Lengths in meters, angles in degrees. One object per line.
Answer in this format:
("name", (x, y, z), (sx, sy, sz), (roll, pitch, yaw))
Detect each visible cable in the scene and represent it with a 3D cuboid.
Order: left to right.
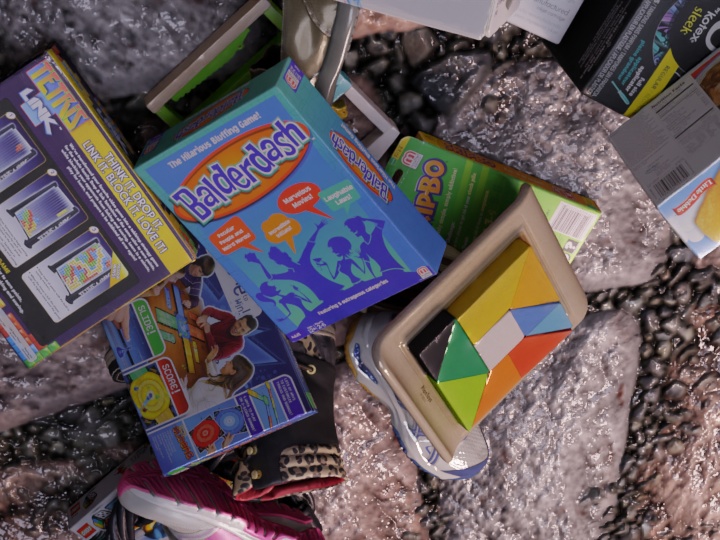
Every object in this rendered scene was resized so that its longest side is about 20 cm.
("cable", (-0.138, 0.226, 1.553), (0.200, 0.051, 0.163), (-19, 123, -2))

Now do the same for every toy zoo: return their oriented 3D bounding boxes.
("toy zoo", (-0.061, -0.117, 1.434), (0.131, 0.020, 0.200), (-40, 119, 11))

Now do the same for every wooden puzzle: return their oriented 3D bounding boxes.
("wooden puzzle", (0.110, 0.050, 1.470), (0.200, 0.037, 0.185), (-48, 141, -11))

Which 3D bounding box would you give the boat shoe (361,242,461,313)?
("boat shoe", (0.003, -0.004, 1.454), (0.202, 0.075, 0.075), (13, 129, -18))

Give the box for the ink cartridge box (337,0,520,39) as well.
("ink cartridge box", (0.020, -0.243, 1.266), (0.200, 0.145, 0.088), (19, 113, 9))

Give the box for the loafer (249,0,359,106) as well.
("loafer", (-0.054, -0.147, 1.371), (0.070, 0.075, 0.200), (16, 115, -4))

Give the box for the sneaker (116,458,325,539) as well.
("sneaker", (-0.125, 0.230, 1.491), (0.200, 0.081, 0.088), (29, 103, -24))

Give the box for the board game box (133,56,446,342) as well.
("board game box", (-0.054, -0.050, 1.358), (0.152, 0.045, 0.200), (-27, 116, 32))

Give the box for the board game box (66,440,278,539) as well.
("board game box", (-0.149, 0.197, 1.584), (0.200, 0.035, 0.126), (-41, 120, 11))

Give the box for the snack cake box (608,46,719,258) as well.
("snack cake box", (0.297, -0.116, 1.313), (0.200, 0.115, 0.067), (-39, 122, 12))

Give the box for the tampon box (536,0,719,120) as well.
("tampon box", (0.275, -0.188, 1.409), (0.200, 0.126, 0.150), (22, 113, -23))

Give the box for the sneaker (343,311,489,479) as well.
("sneaker", (0.069, 0.113, 1.546), (0.088, 0.075, 0.200), (-15, 129, 34))

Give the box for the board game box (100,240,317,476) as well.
("board game box", (-0.135, 0.051, 1.436), (0.135, 0.034, 0.200), (-23, 83, 1))

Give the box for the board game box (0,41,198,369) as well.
("board game box", (-0.250, -0.051, 1.378), (0.165, 0.057, 0.200), (-33, 103, 5))

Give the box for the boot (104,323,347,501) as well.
("boot", (-0.108, 0.118, 1.481), (0.200, 0.151, 0.073), (-5, 161, -16))

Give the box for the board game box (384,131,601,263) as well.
("board game box", (0.100, -0.048, 1.506), (0.200, 0.030, 0.096), (19, 114, -25))

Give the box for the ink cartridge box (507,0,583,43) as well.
("ink cartridge box", (0.147, -0.292, 1.355), (0.116, 0.067, 0.200), (20, 113, -21))
